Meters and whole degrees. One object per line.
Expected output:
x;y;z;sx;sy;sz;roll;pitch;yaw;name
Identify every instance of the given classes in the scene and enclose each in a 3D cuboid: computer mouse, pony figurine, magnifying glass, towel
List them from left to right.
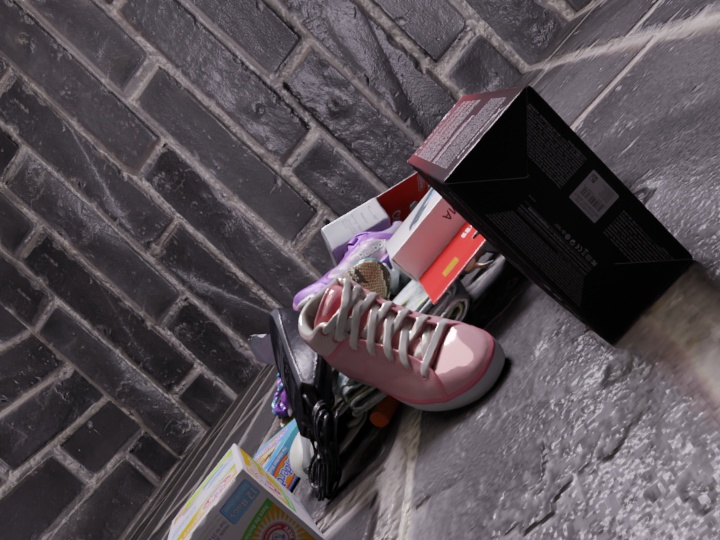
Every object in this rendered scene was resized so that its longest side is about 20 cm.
-0.102;0.162;1.167;0.201;0.164;0.195;-57;-23;-43;pony figurine
-0.048;0.118;0.662;0.052;0.201;0.140;-11;-45;-16;computer mouse
0.048;0.067;0.716;0.171;0.048;0.200;-46;4;8;towel
0.063;0.095;0.724;0.080;0.022;0.201;-45;7;47;magnifying glass

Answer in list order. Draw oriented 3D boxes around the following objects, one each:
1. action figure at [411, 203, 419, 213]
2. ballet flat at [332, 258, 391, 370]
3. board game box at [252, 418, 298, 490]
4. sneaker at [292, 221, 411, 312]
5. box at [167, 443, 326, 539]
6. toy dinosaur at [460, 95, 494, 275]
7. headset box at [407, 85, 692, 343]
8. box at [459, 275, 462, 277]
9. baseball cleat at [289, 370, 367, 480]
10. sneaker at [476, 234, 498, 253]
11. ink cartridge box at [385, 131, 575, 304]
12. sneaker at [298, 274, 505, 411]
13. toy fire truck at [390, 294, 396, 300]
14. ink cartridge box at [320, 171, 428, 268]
0.066;0.013;0.877;0.065;0.051;0.204;140;142;-74;action figure
-0.024;0.072;0.730;0.200;0.067;0.076;-51;21;43;ballet flat
-0.138;0.297;0.854;0.152;0.045;0.201;-46;6;42;board game box
0.000;0.000;0.813;0.198;0.089;0.081;-26;-32;-12;sneaker
-0.119;0.257;0.633;0.113;0.101;0.200;-50;4;-15;box
0.149;-0.108;0.776;0.084;0.136;0.202;-15;-45;-21;toy dinosaur
0.117;-0.051;0.465;0.075;0.148;0.200;-47;12;8;headset box
0.153;-0.055;0.958;0.161;0.043;0.200;-50;4;-2;box
-0.018;0.158;0.770;0.106;0.069;0.201;-42;18;38;baseball cleat
0.159;-0.050;0.648;0.088;0.075;0.200;-51;4;-23;sneaker
0.108;-0.075;0.650;0.201;0.044;0.176;-51;9;7;ink cartridge box
0.020;0.058;0.550;0.198;0.105;0.076;1;55;49;sneaker
-0.001;0.093;0.973;0.200;0.113;0.167;-46;-19;27;toy fire truck
0.040;-0.043;0.951;0.172;0.044;0.201;-30;-25;-5;ink cartridge box
